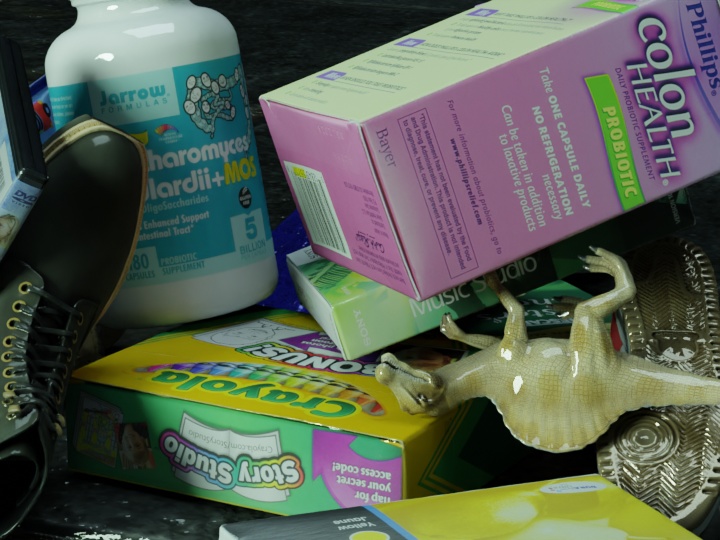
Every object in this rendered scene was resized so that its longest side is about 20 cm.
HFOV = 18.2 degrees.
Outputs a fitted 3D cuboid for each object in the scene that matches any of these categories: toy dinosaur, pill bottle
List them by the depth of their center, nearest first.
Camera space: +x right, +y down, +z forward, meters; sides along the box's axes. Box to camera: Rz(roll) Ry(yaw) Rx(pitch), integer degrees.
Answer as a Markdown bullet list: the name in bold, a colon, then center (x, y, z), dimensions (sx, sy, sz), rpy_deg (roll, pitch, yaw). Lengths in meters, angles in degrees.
- **toy dinosaur**: center (0.109, 0.045, 1.100), dimensions (0.198, 0.058, 0.102), rpy_deg (1, 54, 5)
- **pill bottle**: center (-0.115, -0.075, 1.261), dimensions (0.110, 0.201, 0.111), rpy_deg (-10, 8, 1)

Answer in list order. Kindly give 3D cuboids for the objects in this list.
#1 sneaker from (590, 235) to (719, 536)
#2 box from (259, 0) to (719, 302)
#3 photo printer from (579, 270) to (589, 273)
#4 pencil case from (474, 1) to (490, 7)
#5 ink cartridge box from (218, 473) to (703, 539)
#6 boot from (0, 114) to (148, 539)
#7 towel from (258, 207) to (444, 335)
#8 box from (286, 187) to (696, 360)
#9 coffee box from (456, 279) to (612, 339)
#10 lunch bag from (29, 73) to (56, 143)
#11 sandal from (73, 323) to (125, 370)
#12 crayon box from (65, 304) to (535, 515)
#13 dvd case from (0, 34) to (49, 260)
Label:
- **sneaker**: center (0.153, 0.089, 1.154), dimensions (0.071, 0.113, 0.201), rpy_deg (5, 44, 5)
- **box**: center (0.073, -0.076, 1.169), dimensions (0.199, 0.097, 0.176), rpy_deg (-24, 15, -14)
- **photo printer**: center (0.133, -0.054, 1.707), dimensions (0.165, 0.070, 0.200), rpy_deg (6, 14, 20)
- **pencil case**: center (0.091, -0.095, 1.506), dimensions (0.083, 0.086, 0.201), rpy_deg (-8, 39, 17)
- **ink cartridge box**: center (0.063, 0.142, 0.939), dimensions (0.196, 0.047, 0.200), rpy_deg (-3, 12, -24)
- **boot**: center (-0.150, 0.034, 1.084), dimensions (0.077, 0.201, 0.138), rpy_deg (22, 10, -22)
- **towel**: center (0.000, 0.000, 1.369), dimensions (0.199, 0.050, 0.148), rpy_deg (-1, 28, 45)
- **box**: center (0.065, -0.016, 1.219), dimensions (0.199, 0.037, 0.144), rpy_deg (-23, 14, -7)
- **coffee box**: center (0.089, 0.036, 1.378), dimensions (0.122, 0.044, 0.200), rpy_deg (-3, 14, -19)
- **lunch bag**: center (-0.220, -0.014, 1.318), dimensions (0.094, 0.151, 0.200), rpy_deg (36, 26, 6)
- **sandal**: center (-0.170, 0.035, 1.300), dimensions (0.069, 0.078, 0.211), rpy_deg (28, 13, 20)
- **crayon box**: center (-0.026, 0.073, 1.180), dimensions (0.199, 0.059, 0.172), rpy_deg (8, 15, 27)
- **dvd case**: center (-0.218, -0.007, 1.144), dimensions (0.017, 0.201, 0.143), rpy_deg (22, 25, -26)
